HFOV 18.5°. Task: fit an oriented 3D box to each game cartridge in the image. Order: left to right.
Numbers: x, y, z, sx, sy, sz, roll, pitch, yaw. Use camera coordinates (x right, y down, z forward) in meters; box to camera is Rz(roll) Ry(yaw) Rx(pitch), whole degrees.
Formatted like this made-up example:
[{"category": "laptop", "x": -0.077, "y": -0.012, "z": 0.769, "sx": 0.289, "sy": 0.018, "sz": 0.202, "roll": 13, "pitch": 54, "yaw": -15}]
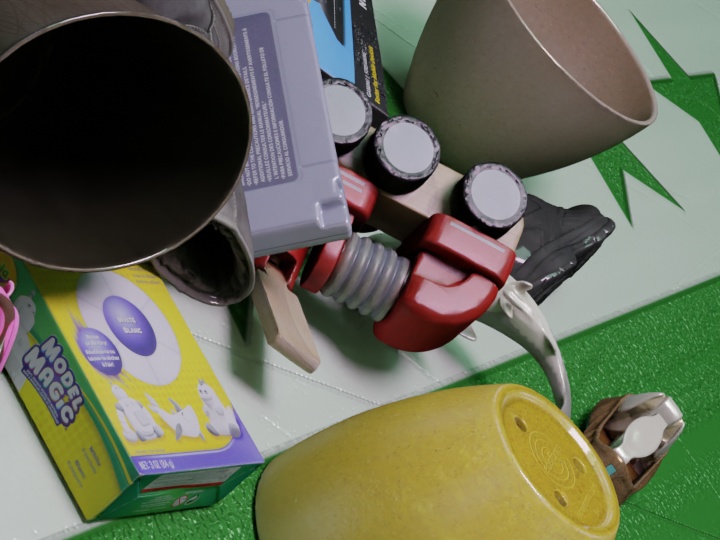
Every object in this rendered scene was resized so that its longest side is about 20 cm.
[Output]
[{"category": "game cartridge", "x": -0.084, "y": -0.090, "z": 1.346, "sx": 0.041, "sy": 0.132, "sz": 0.201, "roll": 85, "pitch": -5, "yaw": -55}]

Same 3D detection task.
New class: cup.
[{"category": "cup", "x": 0.118, "y": -0.151, "z": 1.757, "sx": 0.200, "sy": 0.143, "sz": 0.201, "roll": 38, "pitch": 26, "yaw": -23}]

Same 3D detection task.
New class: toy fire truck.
[{"category": "toy fire truck", "x": 0.000, "y": 0.000, "z": 1.380, "sx": 0.175, "sy": 0.129, "sz": 0.201, "roll": 28, "pitch": 63, "yaw": -10}]

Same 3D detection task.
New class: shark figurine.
[{"category": "shark figurine", "x": 0.080, "y": 0.036, "z": 1.516, "sx": 0.214, "sy": 0.090, "sz": 0.128, "roll": 40, "pitch": 59, "yaw": -2}]

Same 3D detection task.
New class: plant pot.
[{"category": "plant pot", "x": 0.061, "y": 0.145, "z": 1.239, "sx": 0.200, "sy": 0.142, "sz": 0.200, "roll": 39, "pitch": 26, "yaw": -23}]

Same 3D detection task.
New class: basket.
[{"category": "basket", "x": -0.182, "y": -0.104, "z": 1.133, "sx": 0.180, "sy": 0.137, "sz": 0.200, "roll": 8, "pitch": 21, "yaw": -46}]

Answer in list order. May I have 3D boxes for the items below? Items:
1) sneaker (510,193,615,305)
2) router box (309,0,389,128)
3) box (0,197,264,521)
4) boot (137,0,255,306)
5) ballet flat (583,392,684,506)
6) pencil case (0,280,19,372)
[{"category": "sneaker", "x": 0.134, "y": -0.029, "z": 1.702, "sx": 0.091, "sy": 0.076, "sz": 0.200, "roll": 46, "pitch": 22, "yaw": 6}, {"category": "router box", "x": -0.055, "y": -0.195, "z": 1.636, "sx": 0.149, "sy": 0.051, "sz": 0.201, "roll": 33, "pitch": 29, "yaw": -29}, {"category": "box", "x": -0.142, "y": 0.033, "z": 1.173, "sx": 0.201, "sy": 0.048, "sz": 0.117, "roll": 57, "pitch": 25, "yaw": 19}, {"category": "boot", "x": -0.114, "y": -0.103, "z": 1.240, "sx": 0.182, "sy": 0.072, "sz": 0.201, "roll": 49, "pitch": 32, "yaw": -44}, {"category": "ballet flat", "x": 0.191, "y": 0.122, "z": 1.576, "sx": 0.068, "sy": 0.072, "sz": 0.200, "roll": 53, "pitch": 24, "yaw": 5}, {"category": "pencil case", "x": -0.251, "y": -0.010, "z": 1.002, "sx": 0.200, "sy": 0.091, "sz": 0.094, "roll": 41, "pitch": 61, "yaw": -24}]
